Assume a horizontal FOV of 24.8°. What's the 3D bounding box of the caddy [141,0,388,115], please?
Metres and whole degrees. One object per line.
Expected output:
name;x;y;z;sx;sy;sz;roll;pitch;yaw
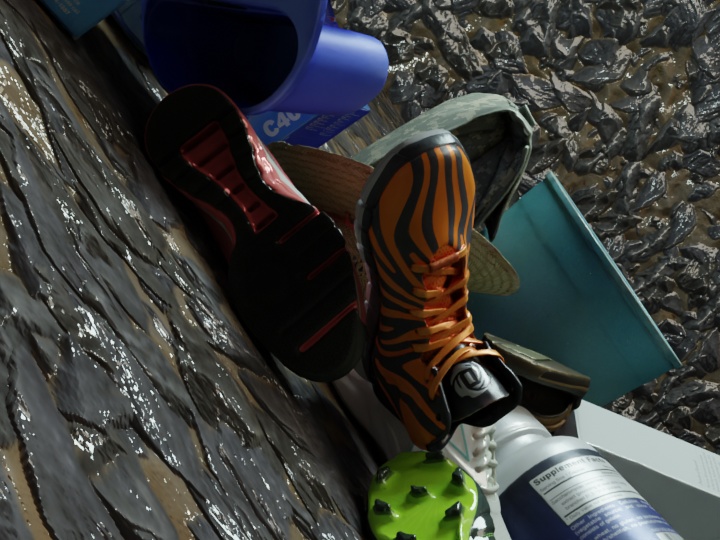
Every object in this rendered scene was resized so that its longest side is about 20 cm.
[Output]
caddy;-0.066;-0.169;1.014;0.105;0.142;0.200;2;9;-38

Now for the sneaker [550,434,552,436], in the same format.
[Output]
sneaker;0.138;0.191;1.172;0.080;0.086;0.200;42;16;-54

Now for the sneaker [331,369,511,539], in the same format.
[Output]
sneaker;0.055;0.112;1.028;0.200;0.080;0.070;59;6;12

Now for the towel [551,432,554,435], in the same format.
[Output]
towel;0.210;0.235;1.457;0.200;0.086;0.166;52;10;-37

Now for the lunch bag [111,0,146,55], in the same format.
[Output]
lunch bag;-0.162;-0.244;1.171;0.200;0.082;0.161;57;5;0

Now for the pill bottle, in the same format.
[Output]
pill bottle;0.138;0.180;1.074;0.200;0.111;0.111;47;0;40

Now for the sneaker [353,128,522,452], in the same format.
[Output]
sneaker;0.051;0.022;0.923;0.112;0.077;0.200;52;-27;39

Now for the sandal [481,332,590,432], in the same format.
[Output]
sandal;0.121;0.091;1.204;0.082;0.055;0.200;22;-10;8

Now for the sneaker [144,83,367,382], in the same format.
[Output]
sneaker;-0.048;-0.022;0.966;0.200;0.074;0.087;58;7;19

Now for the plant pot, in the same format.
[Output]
plant pot;0.143;0.049;1.410;0.200;0.188;0.200;54;9;-12

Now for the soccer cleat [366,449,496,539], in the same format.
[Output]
soccer cleat;0.051;0.170;0.860;0.200;0.067;0.081;-120;-164;-57

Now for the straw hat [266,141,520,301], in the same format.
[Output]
straw hat;0.000;0.000;1.102;0.201;0.085;0.201;29;-12;7

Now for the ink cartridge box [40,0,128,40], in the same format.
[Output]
ink cartridge box;-0.134;-0.262;0.963;0.129;0.200;0.125;51;9;-35

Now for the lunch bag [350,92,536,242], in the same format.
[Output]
lunch bag;0.060;-0.069;1.349;0.118;0.200;0.164;54;7;-7

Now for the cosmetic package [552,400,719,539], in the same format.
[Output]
cosmetic package;0.234;0.193;1.275;0.200;0.113;0.081;20;21;-6

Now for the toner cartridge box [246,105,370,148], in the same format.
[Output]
toner cartridge box;-0.052;-0.116;1.251;0.043;0.095;0.200;55;7;1
